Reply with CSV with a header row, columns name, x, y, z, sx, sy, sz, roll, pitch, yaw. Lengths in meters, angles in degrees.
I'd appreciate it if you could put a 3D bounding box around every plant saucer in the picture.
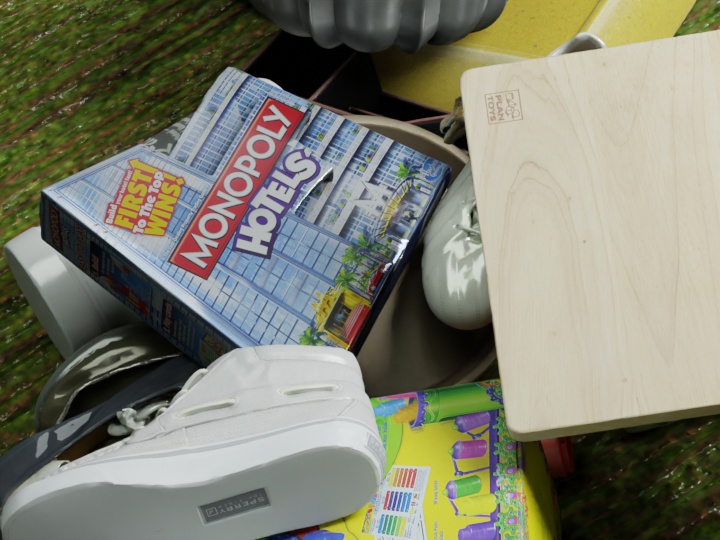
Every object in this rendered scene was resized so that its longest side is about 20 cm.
name,x,y,z,sx,sy,sz,roll,pitch,yaw
plant saucer,0.112,-0.178,1.673,0.199,0.049,0.200,14,52,30
plant saucer,0.000,0.000,1.470,0.199,0.030,0.201,3,64,-6

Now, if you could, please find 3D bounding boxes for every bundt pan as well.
name,x,y,z,sx,sy,sz,roll,pitch,yaw
bundt pan,0.012,-0.203,1.603,0.201,0.076,0.202,1,31,-1

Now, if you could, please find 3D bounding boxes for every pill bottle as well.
name,x,y,z,sx,sy,sz,roll,pitch,yaw
pill bottle,-0.116,-0.026,1.550,0.200,0.117,0.116,-31,44,-13

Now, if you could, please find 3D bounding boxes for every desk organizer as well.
name,x,y,z,sx,sy,sz,roll,pitch,yaw
desk organizer,0.018,-0.093,1.597,0.199,0.077,0.072,20,55,35

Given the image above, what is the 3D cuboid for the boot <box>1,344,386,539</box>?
name,x,y,z,sx,sy,sz,roll,pitch,yaw
boot,-0.088,0.096,1.281,0.199,0.074,0.096,-11,37,-1

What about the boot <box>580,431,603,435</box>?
name,x,y,z,sx,sy,sz,roll,pitch,yaw
boot,0.138,0.000,1.437,0.165,0.066,0.200,-39,28,-1

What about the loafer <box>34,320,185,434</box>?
name,x,y,z,sx,sy,sz,roll,pitch,yaw
loafer,-0.100,0.068,1.477,0.199,0.075,0.070,-23,39,-4

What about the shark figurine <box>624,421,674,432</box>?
name,x,y,z,sx,sy,sz,roll,pitch,yaw
shark figurine,0.253,0.047,1.358,0.214,0.089,0.128,-5,51,55

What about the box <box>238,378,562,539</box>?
name,x,y,z,sx,sy,sz,roll,pitch,yaw
box,0.005,0.179,1.291,0.192,0.122,0.201,-9,44,12

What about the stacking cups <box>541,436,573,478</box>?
name,x,y,z,sx,sy,sz,roll,pitch,yaw
stacking cups,0.021,0.106,1.408,0.199,0.061,0.061,-11,43,8

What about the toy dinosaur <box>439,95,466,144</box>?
name,x,y,z,sx,sy,sz,roll,pitch,yaw
toy dinosaur,0.134,-0.073,1.376,0.199,0.058,0.102,-3,71,17

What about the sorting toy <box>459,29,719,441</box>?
name,x,y,z,sx,sy,sz,roll,pitch,yaw
sorting toy,0.164,-0.015,1.287,0.198,0.070,0.201,-8,70,4

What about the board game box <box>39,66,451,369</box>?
name,x,y,z,sx,sy,sz,roll,pitch,yaw
board game box,-0.074,-0.030,1.423,0.199,0.062,0.200,25,61,6

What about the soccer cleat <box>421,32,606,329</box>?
name,x,y,z,sx,sy,sz,roll,pitch,yaw
soccer cleat,0.091,-0.057,1.447,0.069,0.078,0.200,25,62,7

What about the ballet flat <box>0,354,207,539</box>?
name,x,y,z,sx,sy,sz,roll,pitch,yaw
ballet flat,-0.156,0.118,1.423,0.200,0.073,0.073,-33,42,6
